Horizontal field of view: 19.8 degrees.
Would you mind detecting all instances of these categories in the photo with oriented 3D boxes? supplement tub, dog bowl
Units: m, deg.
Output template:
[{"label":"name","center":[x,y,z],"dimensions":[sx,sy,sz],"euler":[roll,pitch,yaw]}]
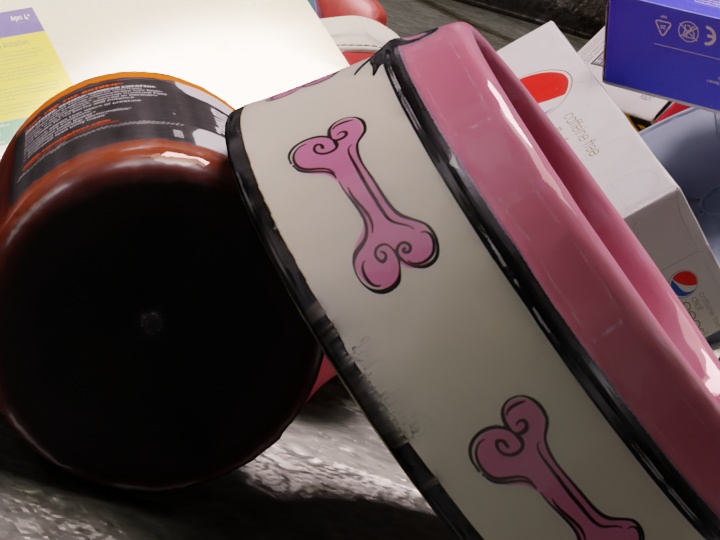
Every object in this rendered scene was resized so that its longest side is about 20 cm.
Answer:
[{"label":"supplement tub","center":[-0.073,-0.008,0.686],"dimensions":[0.107,0.107,0.200],"euler":[16,12,-12]},{"label":"dog bowl","center":[0.049,0.015,0.596],"dimensions":[0.200,0.074,0.200],"euler":[53,9,-12]}]

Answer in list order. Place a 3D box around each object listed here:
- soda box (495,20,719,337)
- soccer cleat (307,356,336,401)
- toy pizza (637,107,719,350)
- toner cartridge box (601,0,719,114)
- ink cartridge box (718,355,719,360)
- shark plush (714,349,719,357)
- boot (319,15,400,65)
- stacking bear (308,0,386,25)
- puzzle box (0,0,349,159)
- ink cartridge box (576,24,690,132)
[{"label":"soda box","center":[0.084,-0.031,0.834],"dimensions":[0.064,0.068,0.200],"euler":[59,5,-26]},{"label":"soccer cleat","center":[0.000,0.000,0.834],"dimensions":[0.067,0.077,0.200],"euler":[30,13,5]},{"label":"toy pizza","center":[0.158,-0.018,0.856],"dimensions":[0.200,0.032,0.200],"euler":[-21,26,11]},{"label":"toner cartridge box","center":[0.207,-0.086,0.824],"dimensions":[0.200,0.043,0.095],"euler":[19,34,28]},{"label":"ink cartridge box","center":[0.275,0.059,0.897],"dimensions":[0.200,0.083,0.147],"euler":[25,-2,29]},{"label":"shark plush","center":[0.120,0.028,1.010],"dimensions":[0.200,0.091,0.083],"euler":[-8,0,-35]},{"label":"boot","center":[-0.012,-0.046,0.970],"dimensions":[0.200,0.072,0.145],"euler":[-4,64,-59]},{"label":"stacking bear","center":[-0.086,-0.141,1.113],"dimensions":[0.114,0.122,0.200],"euler":[38,5,22]},{"label":"puzzle box","center":[-0.114,-0.092,0.847],"dimensions":[0.199,0.025,0.133],"euler":[-14,56,-27]},{"label":"ink cartridge box","center":[0.216,-0.042,1.092],"dimensions":[0.200,0.084,0.176],"euler":[48,-6,-22]}]
